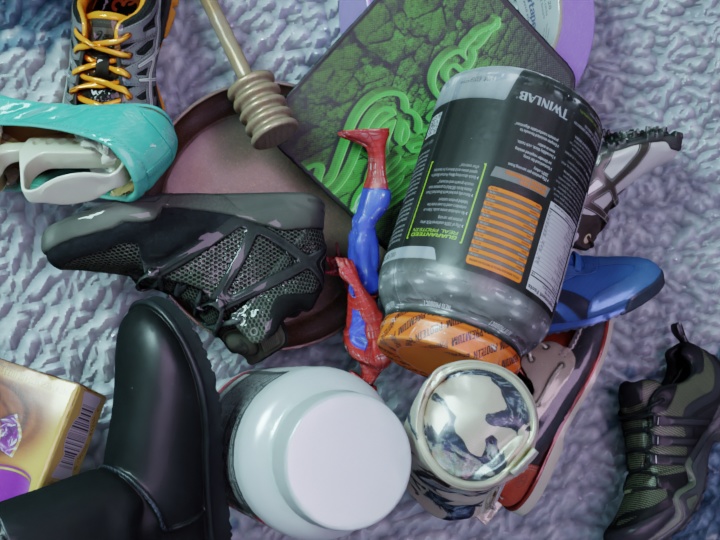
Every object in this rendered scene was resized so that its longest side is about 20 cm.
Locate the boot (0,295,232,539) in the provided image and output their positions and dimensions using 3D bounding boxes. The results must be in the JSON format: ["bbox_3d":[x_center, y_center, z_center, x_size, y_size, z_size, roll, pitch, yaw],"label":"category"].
[{"bbox_3d":[-0.163,0.131,0.704,0.162,0.073,0.200,-20,109,-42],"label":"boot"}]

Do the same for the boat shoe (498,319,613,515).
[{"bbox_3d":[0.140,0.091,0.918,0.062,0.071,0.201,28,80,-13],"label":"boat shoe"}]

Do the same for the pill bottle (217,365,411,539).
[{"bbox_3d":[-0.039,0.120,0.775,0.110,0.200,0.112,2,85,-19],"label":"pill bottle"}]

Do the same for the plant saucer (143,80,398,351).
[{"bbox_3d":[-0.068,-0.040,0.868,0.199,0.034,0.202,2,83,-20],"label":"plant saucer"}]

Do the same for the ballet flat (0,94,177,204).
[{"bbox_3d":[-0.218,-0.075,0.747,0.198,0.068,0.071,2,42,14],"label":"ballet flat"}]

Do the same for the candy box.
[{"bbox_3d":[-0.256,0.155,0.742,0.116,0.056,0.201,15,79,13],"label":"candy box"}]

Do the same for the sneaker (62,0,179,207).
[{"bbox_3d":[-0.174,-0.143,0.804,0.078,0.077,0.202,2,79,4],"label":"sneaker"}]

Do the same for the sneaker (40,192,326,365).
[{"bbox_3d":[-0.113,0.007,0.789,0.198,0.076,0.115,-1,79,-26],"label":"sneaker"}]

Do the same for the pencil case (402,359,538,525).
[{"bbox_3d":[0.071,0.120,0.781,0.089,0.200,0.078,32,75,9],"label":"pencil case"}]

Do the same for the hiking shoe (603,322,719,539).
[{"bbox_3d":[0.239,0.141,0.955,0.101,0.076,0.200,40,64,-4],"label":"hiking shoe"}]

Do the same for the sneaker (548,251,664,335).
[{"bbox_3d":[0.128,0.007,0.880,0.198,0.066,0.079,-12,102,10],"label":"sneaker"}]

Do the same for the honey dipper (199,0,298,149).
[{"bbox_3d":[-0.102,-0.182,0.847,0.038,0.038,0.201,-20,74,-21],"label":"honey dipper"}]

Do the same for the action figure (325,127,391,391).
[{"bbox_3d":[0.000,0.000,0.836,0.051,0.065,0.202,-4,95,-10],"label":"action figure"}]

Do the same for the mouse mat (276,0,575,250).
[{"bbox_3d":[0.048,-0.125,0.867,0.161,0.008,0.200,42,91,-13],"label":"mouse mat"}]

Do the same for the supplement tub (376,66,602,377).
[{"bbox_3d":[0.085,-0.026,0.793,0.122,0.122,0.201,25,72,-17],"label":"supplement tub"}]

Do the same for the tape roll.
[{"bbox_3d":[0.086,-0.205,0.925,0.199,0.066,0.202,2,85,-21],"label":"tape roll"}]

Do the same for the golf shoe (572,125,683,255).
[{"bbox_3d":[0.178,-0.060,0.948,0.199,0.078,0.095,-19,99,-13],"label":"golf shoe"}]
